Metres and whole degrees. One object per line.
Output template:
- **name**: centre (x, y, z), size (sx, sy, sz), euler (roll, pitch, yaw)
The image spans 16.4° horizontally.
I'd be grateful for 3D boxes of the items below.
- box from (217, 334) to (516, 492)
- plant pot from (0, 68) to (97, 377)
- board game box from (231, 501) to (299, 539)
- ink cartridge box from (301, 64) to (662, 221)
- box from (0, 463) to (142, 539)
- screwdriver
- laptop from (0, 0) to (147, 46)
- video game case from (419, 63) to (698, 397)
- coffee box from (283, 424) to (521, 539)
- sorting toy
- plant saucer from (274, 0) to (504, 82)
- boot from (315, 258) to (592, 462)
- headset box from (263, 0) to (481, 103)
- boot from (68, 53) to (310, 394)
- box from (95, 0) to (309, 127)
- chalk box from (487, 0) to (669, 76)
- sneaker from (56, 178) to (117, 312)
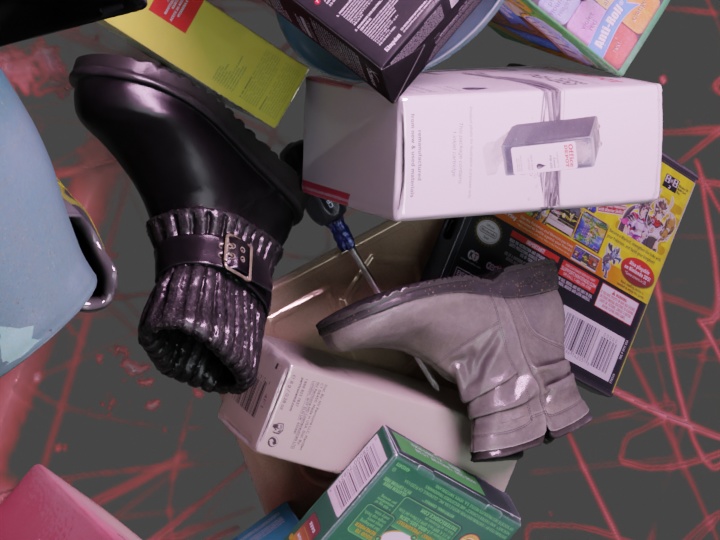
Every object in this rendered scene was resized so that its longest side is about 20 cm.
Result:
- **box**: centre (0.009, 0.107, 1.731), size (0.199, 0.082, 0.069), euler (18, 98, -27)
- **plant pot**: centre (-0.259, -0.028, 1.469), size (0.200, 0.200, 0.188), euler (-40, 104, -13)
- **board game box**: centre (-0.059, 0.287, 1.789), size (0.151, 0.047, 0.200), euler (-35, 118, -4)
- **ink cartridge box**: centre (0.080, -0.087, 1.650), size (0.199, 0.146, 0.085), euler (-3, 101, -27)
- **box**: centre (-0.169, 0.231, 1.636), size (0.128, 0.200, 0.109), euler (42, 84, -32)
- **screwdriver**: centre (0.000, 0.000, 1.722), size (0.029, 0.028, 0.201), euler (-31, 94, -45)
- **laptop**: centre (-0.250, -0.238, 1.503), size (0.186, 0.116, 0.200), euler (-12, 144, 15)
- **video game case**: centre (0.145, -0.026, 1.807), size (0.200, 0.025, 0.181), euler (28, 82, -38)
- **coffee box**: centre (0.001, 0.210, 1.711), size (0.123, 0.044, 0.200), euler (30, 107, -29)
- **sorting toy**: centre (-0.004, 0.069, 1.780), size (0.199, 0.036, 0.186), euler (-26, 115, -15)
- **plant saucer**: centre (0.031, -0.211, 1.625), size (0.027, 0.200, 0.201), euler (30, 90, -51)
- **boot**: centre (0.071, 0.069, 1.689), size (0.199, 0.068, 0.131), euler (-10, 85, -33)
- **headset box**: centre (-0.011, -0.226, 1.537), size (0.200, 0.075, 0.149), euler (38, 83, 13)
- **boot**: centre (-0.124, -0.029, 1.621), size (0.211, 0.079, 0.158), euler (37, 61, -32)
- **box**: centre (-0.131, -0.165, 1.614), size (0.200, 0.075, 0.050), euler (32, 88, -31)
- **chalk box**: centre (0.139, -0.219, 1.670), size (0.124, 0.200, 0.125), euler (35, 88, -32)
- **sneaker**: centre (-0.219, -0.049, 1.594), size (0.075, 0.085, 0.200), euler (-49, 121, -8)
